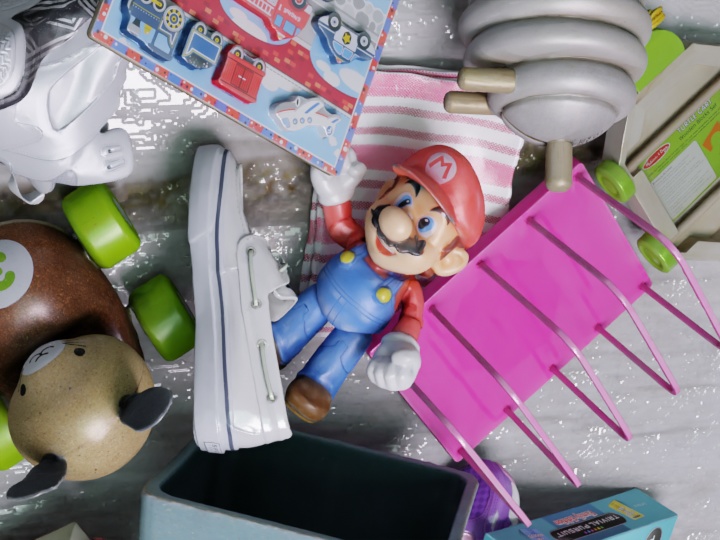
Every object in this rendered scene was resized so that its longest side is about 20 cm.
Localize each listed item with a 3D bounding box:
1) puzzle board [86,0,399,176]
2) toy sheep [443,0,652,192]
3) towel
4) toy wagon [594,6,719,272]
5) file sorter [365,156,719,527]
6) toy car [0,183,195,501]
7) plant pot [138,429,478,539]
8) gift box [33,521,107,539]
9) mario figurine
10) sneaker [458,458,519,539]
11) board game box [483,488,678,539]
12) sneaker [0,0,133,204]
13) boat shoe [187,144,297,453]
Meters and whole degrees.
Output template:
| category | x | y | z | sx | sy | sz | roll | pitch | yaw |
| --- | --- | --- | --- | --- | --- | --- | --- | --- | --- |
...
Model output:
| category | x | y | z | sx | sy | sz | roll | pitch | yaw |
| --- | --- | --- | --- | --- | --- | --- | --- | --- | --- |
| puzzle board | -0.058 | -0.165 | 0.928 | 0.199 | 0.017 | 0.152 | 28 | 77 | -39 |
| toy sheep | 0.122 | -0.149 | 0.983 | 0.136 | 0.138 | 0.203 | 4 | 82 | -20 |
| towel | 0.037 | -0.041 | 1.061 | 0.145 | 0.030 | 0.202 | 3 | 111 | -18 |
| toy wagon | 0.233 | -0.103 | 1.085 | 0.155 | 0.040 | 0.201 | -42 | 118 | -9 |
| file sorter | 0.134 | 0.056 | 1.058 | 0.200 | 0.125 | 0.139 | -41 | 129 | -4 |
| toy car | -0.182 | 0.065 | 0.937 | 0.163 | 0.200 | 0.159 | -33 | 118 | -2 |
| plant pot | -0.044 | 0.233 | 1.006 | 0.194 | 0.196 | 0.202 | 13 | 101 | 7 |
| gift box | -0.208 | 0.296 | 1.027 | 0.198 | 0.187 | 0.186 | -21 | 118 | 12 |
| mario figurine | 0.000 | 0.000 | 0.998 | 0.123 | 0.106 | 0.200 | 35 | 102 | -23 |
| sneaker | 0.028 | 0.209 | 1.127 | 0.200 | 0.081 | 0.089 | -41 | 128 | 2 |
| board game box | 0.151 | 0.258 | 1.163 | 0.199 | 0.047 | 0.153 | -5 | 117 | -47 |
| sneaker | -0.159 | -0.129 | 0.939 | 0.199 | 0.075 | 0.115 | -36 | 128 | -9 |
| boat shoe | -0.073 | 0.017 | 0.981 | 0.066 | 0.074 | 0.203 | -3 | 77 | 1 |
